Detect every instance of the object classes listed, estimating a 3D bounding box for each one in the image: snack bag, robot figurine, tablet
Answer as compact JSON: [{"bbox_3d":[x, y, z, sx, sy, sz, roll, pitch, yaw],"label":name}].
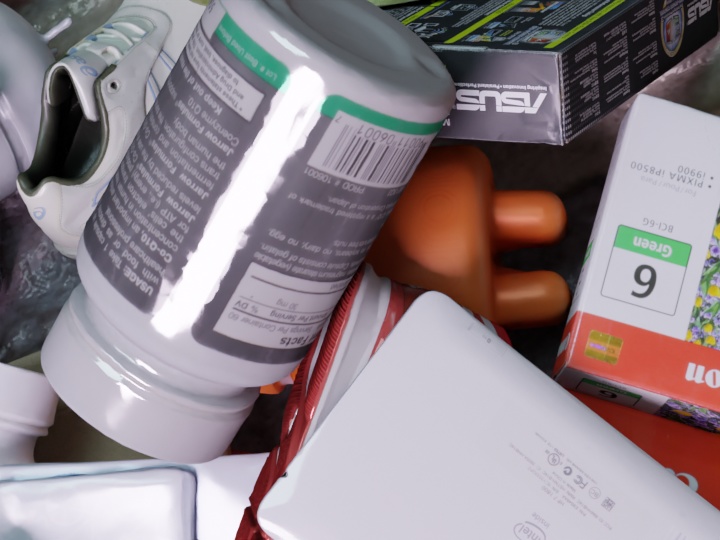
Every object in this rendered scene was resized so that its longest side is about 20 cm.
[{"bbox_3d":[-0.075,0.179,1.163,0.200,0.021,0.189,-4,88,0],"label":"snack bag"},{"bbox_3d":[0.000,-0.002,1.201,0.200,0.144,0.117,-4,34,7],"label":"robot figurine"},{"bbox_3d":[0.069,0.117,1.084,0.200,0.014,0.130,38,80,-1],"label":"tablet"},{"bbox_3d":[-0.240,-0.074,1.345,0.200,0.113,0.170,-35,13,-15],"label":"robot figurine"}]

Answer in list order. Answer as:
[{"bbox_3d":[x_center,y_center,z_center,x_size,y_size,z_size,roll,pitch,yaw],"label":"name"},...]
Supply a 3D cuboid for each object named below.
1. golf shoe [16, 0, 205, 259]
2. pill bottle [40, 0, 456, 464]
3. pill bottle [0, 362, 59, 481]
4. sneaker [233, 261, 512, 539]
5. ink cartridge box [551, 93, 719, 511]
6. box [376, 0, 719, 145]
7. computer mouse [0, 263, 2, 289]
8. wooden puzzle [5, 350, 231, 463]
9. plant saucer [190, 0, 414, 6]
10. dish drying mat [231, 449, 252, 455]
[{"bbox_3d":[-0.120,-0.103,1.326,0.078,0.097,0.200,8,72,30],"label":"golf shoe"},{"bbox_3d":[-0.053,-0.023,1.084,0.113,0.113,0.200,45,114,32],"label":"pill bottle"},{"bbox_3d":[-0.211,0.139,1.220,0.112,0.112,0.200,12,85,29],"label":"pill bottle"},{"bbox_3d":[0.013,0.106,1.124,0.115,0.078,0.200,19,98,-10],"label":"sneaker"},{"bbox_3d":[0.149,0.031,1.144,0.109,0.050,0.200,16,76,0],"label":"ink cartridge box"},{"bbox_3d":[0.062,-0.111,1.192,0.160,0.200,0.044,6,112,27],"label":"box"},{"bbox_3d":[-0.251,0.070,1.316,0.053,0.138,0.200,34,95,15],"label":"computer mouse"},{"bbox_3d":[-0.133,0.134,1.261,0.185,0.037,0.200,-21,67,30],"label":"wooden puzzle"},{"bbox_3d":[0.003,-0.171,1.252,0.200,0.200,0.031,2,114,26],"label":"plant saucer"},{"bbox_3d":[-0.013,0.136,1.224,0.200,0.018,0.077,10,74,28],"label":"dish drying mat"}]
